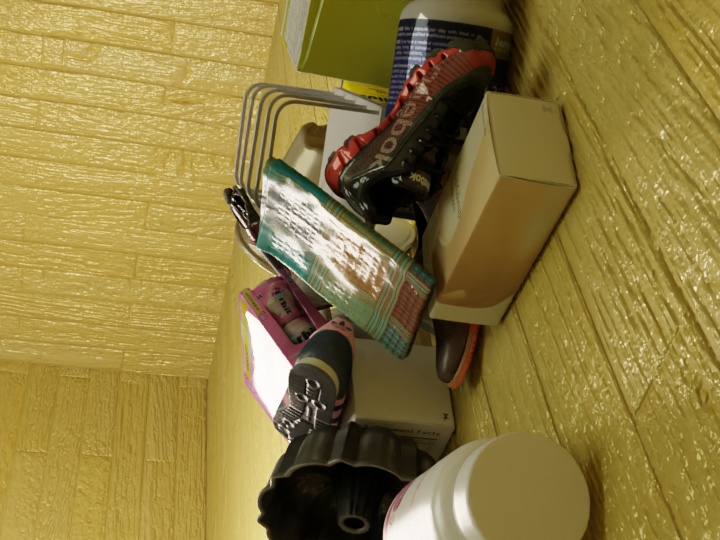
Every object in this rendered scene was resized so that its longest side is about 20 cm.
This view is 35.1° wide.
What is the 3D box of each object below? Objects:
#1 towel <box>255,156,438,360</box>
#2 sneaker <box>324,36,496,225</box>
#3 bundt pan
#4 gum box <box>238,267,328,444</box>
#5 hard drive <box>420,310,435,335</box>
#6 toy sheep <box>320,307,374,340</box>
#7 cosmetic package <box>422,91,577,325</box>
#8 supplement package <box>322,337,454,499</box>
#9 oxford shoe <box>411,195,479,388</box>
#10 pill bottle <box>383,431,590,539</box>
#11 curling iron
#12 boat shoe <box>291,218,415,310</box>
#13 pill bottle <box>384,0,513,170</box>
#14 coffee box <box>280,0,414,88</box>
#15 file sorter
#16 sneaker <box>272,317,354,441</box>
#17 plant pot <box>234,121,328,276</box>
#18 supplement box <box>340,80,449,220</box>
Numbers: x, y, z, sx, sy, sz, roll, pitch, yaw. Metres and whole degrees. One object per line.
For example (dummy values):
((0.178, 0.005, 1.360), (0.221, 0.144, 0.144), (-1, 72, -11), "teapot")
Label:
((-0.021, -0.009, 1.091), (0.022, 0.200, 0.147), (-43, -17, -30), "towel")
((0.056, -0.119, 1.028), (0.200, 0.071, 0.098), (-44, 47, 17), "sneaker")
((-0.002, 0.227, 1.154), (0.076, 0.200, 0.203), (-80, 6, -46), "bundt pan")
((-0.080, 0.102, 1.294), (0.114, 0.066, 0.201), (49, 155, 28), "gum box")
((0.000, 0.000, 1.260), (0.043, 0.199, 0.135), (-60, 16, 9), "hard drive")
((-0.014, 0.105, 1.417), (0.200, 0.137, 0.139), (52, -135, -87), "toy sheep")
((0.117, -0.050, 1.013), (0.201, 0.071, 0.106), (110, 162, -48), "cosmetic package")
((0.018, 0.183, 1.250), (0.110, 0.113, 0.201), (-96, 19, -44), "supplement package")
((0.079, 0.020, 1.149), (0.071, 0.072, 0.201), (125, 149, -64), "oxford shoe")
((0.095, 0.195, 0.887), (0.200, 0.112, 0.114), (124, 150, -64), "pill bottle")
((-0.111, -0.034, 1.252), (0.050, 0.025, 0.200), (60, 177, 27), "curling iron")
((-0.012, 0.002, 1.373), (0.072, 0.201, 0.060), (43, 141, 16), "boat shoe")
((0.088, -0.202, 1.124), (0.116, 0.115, 0.202), (-142, 59, -76), "pill bottle")
((0.032, -0.318, 1.248), (0.198, 0.198, 0.201), (-112, 32, -65), "coffee box")
((-0.060, -0.129, 1.248), (0.200, 0.124, 0.140), (-137, 54, -69), "file sorter")
((-0.040, 0.122, 1.188), (0.082, 0.070, 0.200), (-60, -3, -32), "sneaker")
((-0.057, -0.102, 1.630), (0.201, 0.199, 0.184), (-103, 35, -57), "plant pot")
((0.033, -0.149, 1.366), (0.200, 0.108, 0.110), (-109, 29, -62), "supplement box")
